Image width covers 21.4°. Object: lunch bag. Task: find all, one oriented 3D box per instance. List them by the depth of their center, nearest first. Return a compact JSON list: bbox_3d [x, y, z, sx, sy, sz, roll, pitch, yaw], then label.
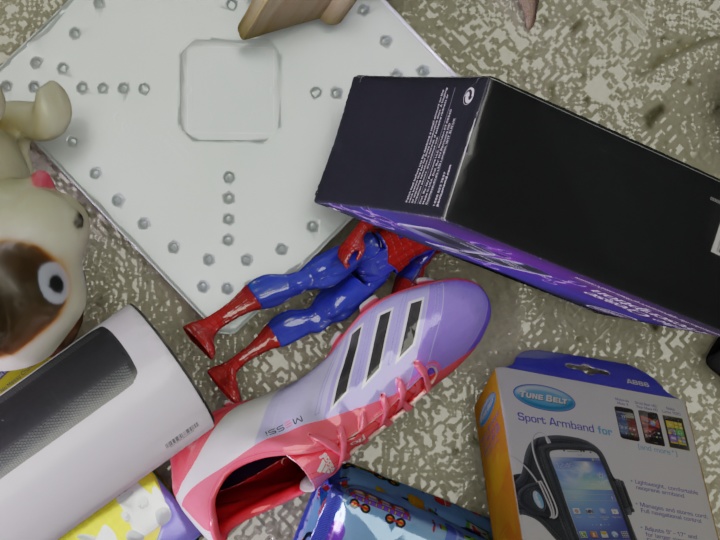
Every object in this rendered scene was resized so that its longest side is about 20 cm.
[{"bbox_3d":[0.014,0.228,1.050,0.150,0.094,0.201,22,95,-4],"label":"lunch bag"}]

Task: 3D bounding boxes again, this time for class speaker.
[{"bbox_3d":[-0.177,0.106,0.981,0.200,0.081,0.081,-35,89,-11],"label":"speaker"}]

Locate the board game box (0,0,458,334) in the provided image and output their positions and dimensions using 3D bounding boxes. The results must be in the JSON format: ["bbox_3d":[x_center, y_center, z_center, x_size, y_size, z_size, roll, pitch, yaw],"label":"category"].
[{"bbox_3d":[-0.074,-0.101,1.087,0.200,0.026,0.200,-44,90,-5],"label":"board game box"}]

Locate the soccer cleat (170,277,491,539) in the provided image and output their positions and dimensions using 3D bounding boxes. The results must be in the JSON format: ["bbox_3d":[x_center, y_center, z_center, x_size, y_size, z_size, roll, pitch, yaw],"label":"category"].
[{"bbox_3d":[-0.010,0.076,1.022,0.199,0.077,0.067,-29,131,-1],"label":"soccer cleat"}]

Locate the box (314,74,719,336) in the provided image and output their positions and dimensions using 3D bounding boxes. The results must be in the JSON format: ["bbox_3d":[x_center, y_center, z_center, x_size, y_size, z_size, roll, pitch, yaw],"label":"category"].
[{"bbox_3d":[0.098,-0.034,1.001,0.199,0.141,0.079,21,88,-28],"label":"box"}]

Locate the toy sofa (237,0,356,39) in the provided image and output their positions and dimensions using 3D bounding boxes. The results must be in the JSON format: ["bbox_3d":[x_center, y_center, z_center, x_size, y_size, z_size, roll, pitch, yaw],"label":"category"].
[{"bbox_3d":[-0.047,-0.237,1.044,0.097,0.083,0.201,-18,82,-22],"label":"toy sofa"}]

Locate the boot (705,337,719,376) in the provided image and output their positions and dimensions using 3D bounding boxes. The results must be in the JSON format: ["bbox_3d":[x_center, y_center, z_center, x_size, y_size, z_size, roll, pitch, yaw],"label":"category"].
[{"bbox_3d":[0.300,0.022,1.081,0.200,0.072,0.144,-39,88,-1],"label":"boot"}]

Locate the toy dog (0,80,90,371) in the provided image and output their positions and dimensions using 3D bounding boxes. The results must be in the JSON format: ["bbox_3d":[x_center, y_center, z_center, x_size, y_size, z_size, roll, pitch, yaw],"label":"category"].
[{"bbox_3d":[-0.229,-0.028,0.993,0.199,0.140,0.195,33,89,18],"label":"toy dog"}]

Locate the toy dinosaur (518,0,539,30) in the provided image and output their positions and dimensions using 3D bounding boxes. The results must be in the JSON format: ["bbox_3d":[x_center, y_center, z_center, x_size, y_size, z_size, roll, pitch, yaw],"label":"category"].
[{"bbox_3d":[0.084,-0.245,1.079,0.135,0.086,0.201,-30,94,-11],"label":"toy dinosaur"}]

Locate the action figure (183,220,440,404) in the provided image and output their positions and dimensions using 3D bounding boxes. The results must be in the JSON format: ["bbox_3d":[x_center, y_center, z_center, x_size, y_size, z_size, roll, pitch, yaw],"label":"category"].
[{"bbox_3d":[0.000,0.000,1.062,0.200,0.052,0.066,-36,127,-12],"label":"action figure"}]

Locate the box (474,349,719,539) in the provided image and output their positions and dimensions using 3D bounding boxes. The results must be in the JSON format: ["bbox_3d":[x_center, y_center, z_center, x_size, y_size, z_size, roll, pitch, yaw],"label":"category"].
[{"bbox_3d":[0.129,0.129,1.023,0.118,0.201,0.042,11,131,-15],"label":"box"}]

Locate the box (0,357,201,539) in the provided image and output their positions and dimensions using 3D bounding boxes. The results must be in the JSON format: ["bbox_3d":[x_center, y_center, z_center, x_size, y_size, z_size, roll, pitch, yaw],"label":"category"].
[{"bbox_3d":[-0.193,0.107,1.045,0.117,0.048,0.200,-41,85,-16],"label":"box"}]
